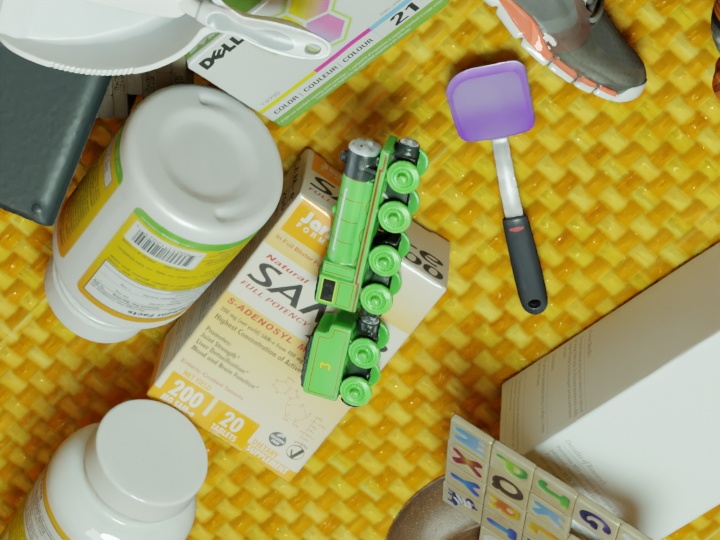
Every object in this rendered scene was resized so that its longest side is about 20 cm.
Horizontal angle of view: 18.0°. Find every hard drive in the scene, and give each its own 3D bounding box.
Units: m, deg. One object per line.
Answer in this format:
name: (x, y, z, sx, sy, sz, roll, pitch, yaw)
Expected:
hard drive: (-0.227, -0.147, 1.468, 0.139, 0.033, 0.201, 22, 92, 4)

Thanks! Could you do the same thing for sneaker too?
sneaker: (0.122, -0.189, 1.451, 0.200, 0.077, 0.082, 39, 109, -16)

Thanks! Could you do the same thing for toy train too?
toy train: (0.000, 0.000, 1.503, 0.056, 0.042, 0.201, 15, 117, 7)

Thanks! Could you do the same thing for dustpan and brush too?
dustpan and brush: (-0.114, -0.165, 1.360, 0.198, 0.057, 0.140, 12, 122, -13)

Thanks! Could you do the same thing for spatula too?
spatula: (0.102, -0.053, 1.556, 0.056, 0.021, 0.201, -9, 118, 9)

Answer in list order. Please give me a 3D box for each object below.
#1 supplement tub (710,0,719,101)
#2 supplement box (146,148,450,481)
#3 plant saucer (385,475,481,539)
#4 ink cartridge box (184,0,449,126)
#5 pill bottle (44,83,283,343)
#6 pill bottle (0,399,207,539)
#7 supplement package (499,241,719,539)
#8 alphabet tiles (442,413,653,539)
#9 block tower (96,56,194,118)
supplement tub: (0.289, -0.191, 1.404, 0.121, 0.123, 0.201, 12, 120, -1)
supplement box: (-0.043, 0.034, 1.587, 0.126, 0.074, 0.200, 32, 116, -12)
plant saucer: (0.113, 0.237, 1.708, 0.199, 0.037, 0.202, 2, 118, 4)
ink cartridge box: (-0.065, -0.193, 1.412, 0.147, 0.076, 0.200, -35, 143, 21)
pill bottle: (-0.140, -0.029, 1.512, 0.111, 0.112, 0.200, 31, 143, -12)
pill bottle: (-0.184, 0.178, 1.628, 0.112, 0.113, 0.200, 27, 137, -10)
supplement package: (0.207, 0.096, 1.575, 0.199, 0.117, 0.117, -35, 110, 22)
alphabet tiles: (0.127, 0.188, 1.574, 0.167, 0.008, 0.200, 32, 154, 16)
block tower: (-0.211, -0.137, 1.520, 0.198, 0.054, 0.058, 3, 119, 4)
